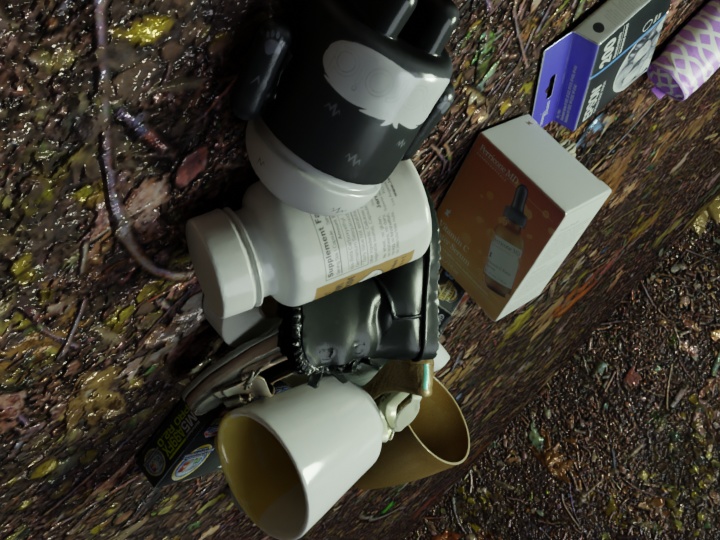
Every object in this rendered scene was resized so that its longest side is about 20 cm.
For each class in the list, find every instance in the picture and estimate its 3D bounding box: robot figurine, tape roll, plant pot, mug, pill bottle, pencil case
[{"bbox_3d":[-0.009,-0.138,0.726,0.201,0.149,0.125,-56,-176,29],"label":"robot figurine"},{"bbox_3d":[-0.074,-0.003,0.986,0.202,0.037,0.203,-37,159,-17],"label":"tape roll"},{"bbox_3d":[0.061,0.303,1.675,0.199,0.188,0.186,-39,164,28],"label":"plant pot"},{"bbox_3d":[-0.067,0.182,1.055,0.152,0.186,0.151,-26,140,-40],"label":"mug"},{"bbox_3d":[-0.047,-0.033,0.837,0.198,0.115,0.115,-21,153,-20],"label":"pill bottle"},{"bbox_3d":[0.517,-0.343,1.406,0.200,0.084,0.086,-43,-177,0],"label":"pencil case"}]

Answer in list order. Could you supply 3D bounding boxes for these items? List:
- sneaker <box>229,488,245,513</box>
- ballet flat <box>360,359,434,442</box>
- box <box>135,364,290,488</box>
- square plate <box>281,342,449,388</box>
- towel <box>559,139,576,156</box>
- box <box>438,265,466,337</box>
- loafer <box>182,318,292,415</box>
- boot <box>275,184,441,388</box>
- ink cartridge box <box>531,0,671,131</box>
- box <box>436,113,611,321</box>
[{"bbox_3d":[-0.105,0.282,1.441,0.199,0.081,0.115,-45,165,23],"label":"sneaker"},{"bbox_3d":[0.031,0.155,1.098,0.067,0.073,0.200,4,151,-28],"label":"ballet flat"},{"bbox_3d":[-0.161,0.181,1.165,0.161,0.044,0.199,-51,159,15],"label":"box"},{"bbox_3d":[-0.006,0.109,1.106,0.195,0.029,0.200,-17,154,12],"label":"square plate"},{"bbox_3d":[0.243,-0.105,1.404,0.132,0.035,0.201,-31,157,-30],"label":"towel"},{"bbox_3d":[0.107,0.056,1.338,0.201,0.049,0.200,-55,175,-47],"label":"box"},{"bbox_3d":[-0.095,0.100,0.995,0.199,0.063,0.072,-35,165,3],"label":"loafer"},{"bbox_3d":[-0.004,0.011,0.947,0.160,0.202,0.073,-3,-178,-22],"label":"boot"},{"bbox_3d":[0.301,-0.264,1.192,0.199,0.043,0.199,-39,160,-11],"label":"ink cartridge box"},{"bbox_3d":[0.191,-0.067,1.203,0.106,0.152,0.201,-25,152,-40],"label":"box"}]
